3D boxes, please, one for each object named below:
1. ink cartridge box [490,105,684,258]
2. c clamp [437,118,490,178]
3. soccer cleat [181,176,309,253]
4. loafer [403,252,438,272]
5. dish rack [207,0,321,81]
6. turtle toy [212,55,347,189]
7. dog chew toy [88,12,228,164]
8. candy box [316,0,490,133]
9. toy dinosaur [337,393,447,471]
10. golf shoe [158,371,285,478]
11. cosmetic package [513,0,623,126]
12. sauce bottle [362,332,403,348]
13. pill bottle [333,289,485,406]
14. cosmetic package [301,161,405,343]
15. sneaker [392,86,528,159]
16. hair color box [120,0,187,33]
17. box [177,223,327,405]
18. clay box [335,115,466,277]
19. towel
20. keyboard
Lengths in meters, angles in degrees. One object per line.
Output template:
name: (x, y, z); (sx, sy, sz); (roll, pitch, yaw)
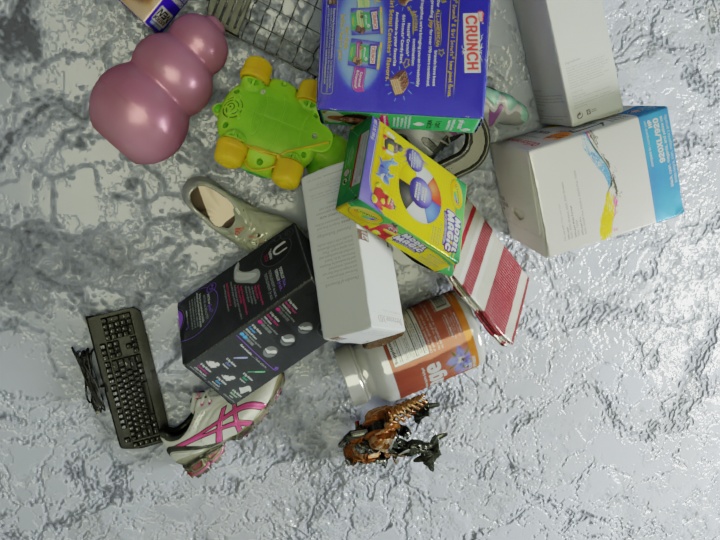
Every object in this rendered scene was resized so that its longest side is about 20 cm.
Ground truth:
ink cartridge box: (0.301, -0.126, 1.011); (0.196, 0.147, 0.148); (-18, 105, -6)
c clamp: (0.081, -0.189, 0.960); (0.198, 0.027, 0.173); (-31, 104, 4)
soccer cleat: (-0.149, -0.057, 0.988); (0.198, 0.078, 0.070); (30, 97, -15)
loafer: (0.071, -0.056, 1.028); (0.198, 0.071, 0.074); (33, 96, -14)
dish rack: (-0.092, -0.342, 0.946); (0.197, 0.055, 0.156); (23, 97, -13)
turtle toy: (-0.097, -0.170, 0.956); (0.196, 0.101, 0.149); (20, 76, -11)
dog chew toy: (-0.239, -0.231, 0.918); (0.124, 0.124, 0.201); (41, 85, -15)
candy box: (0.052, -0.261, 0.886); (0.195, 0.077, 0.173); (4, 89, 3)
toy dinosaur: (0.045, 0.232, 1.047); (0.133, 0.199, 0.105); (5, 75, -25)
golf shoe: (-0.193, 0.197, 1.041); (0.199, 0.073, 0.092); (-42, 104, 2)
cosmetic package: (0.271, -0.301, 0.987); (0.080, 0.113, 0.204); (-17, 107, -5)
sauce bottle: (0.000, 0.000, 0.993); (0.065, 0.066, 0.204); (-18, 75, -4)
pill bottle: (0.067, 0.114, 1.045); (0.196, 0.112, 0.114); (-22, 105, -3)
cosmetic package: (-0.009, -0.019, 0.910); (0.073, 0.101, 0.205); (-16, 76, 24)
sneaker: (0.120, -0.186, 1.010); (0.196, 0.078, 0.143); (15, 102, -2)
hair color box: (-0.227, -0.402, 0.895); (0.109, 0.065, 0.201); (41, 95, 0)
box: (-0.127, 0.057, 0.968); (0.198, 0.123, 0.106); (-33, 131, 9)
clay box: (0.064, -0.084, 0.902); (0.198, 0.047, 0.117); (28, 59, -33)
towel: (0.162, -0.010, 1.029); (0.023, 0.145, 0.200); (-23, 118, 41)
keyboard: (-0.333, 0.159, 1.026); (0.102, 0.040, 0.205); (-12, 103, -7)
